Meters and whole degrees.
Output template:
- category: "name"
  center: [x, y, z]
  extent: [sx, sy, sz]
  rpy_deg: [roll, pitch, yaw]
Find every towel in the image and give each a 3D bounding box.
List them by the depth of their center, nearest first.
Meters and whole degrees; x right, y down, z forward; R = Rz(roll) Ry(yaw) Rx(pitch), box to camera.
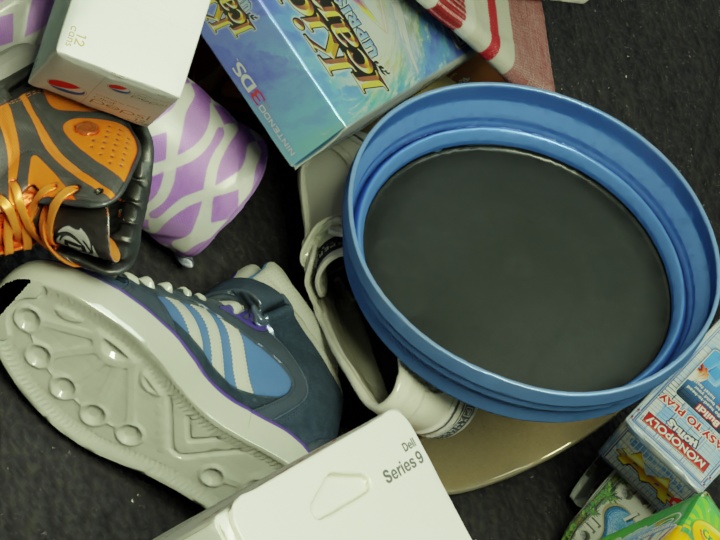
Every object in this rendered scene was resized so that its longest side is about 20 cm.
- category: "towel"
  center: [0.031, -0.186, 1.267]
  extent: [0.200, 0.023, 0.145]
  rpy_deg: [37, 32, -33]

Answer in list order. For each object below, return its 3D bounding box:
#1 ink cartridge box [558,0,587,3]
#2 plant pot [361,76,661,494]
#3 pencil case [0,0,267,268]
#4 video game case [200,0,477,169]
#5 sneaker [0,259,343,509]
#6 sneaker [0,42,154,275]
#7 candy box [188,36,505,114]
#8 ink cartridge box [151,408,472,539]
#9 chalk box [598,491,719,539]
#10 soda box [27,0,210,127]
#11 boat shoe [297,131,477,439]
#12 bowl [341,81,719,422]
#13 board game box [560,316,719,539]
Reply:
- category: "ink cartridge box"
  center: [0.101, -0.247, 1.263]
  extent: [0.200, 0.144, 0.148]
  rpy_deg: [-7, 66, -61]
- category: "plant pot"
  center: [0.062, -0.008, 1.334]
  extent: [0.187, 0.187, 0.201]
  rpy_deg: [-1, 53, -48]
- category: "pencil case"
  center: [-0.138, -0.091, 1.228]
  extent: [0.200, 0.084, 0.086]
  rpy_deg: [39, 17, -24]
- category: "video game case"
  center: [-0.035, -0.171, 1.231]
  extent: [0.201, 0.045, 0.181]
  rpy_deg: [56, 34, -1]
- category: "sneaker"
  center: [-0.094, 0.033, 1.204]
  extent: [0.200, 0.081, 0.147]
  rpy_deg: [37, 31, -17]
- category: "sneaker"
  center: [-0.171, -0.025, 1.086]
  extent: [0.112, 0.078, 0.200]
  rpy_deg: [29, 56, 21]
- category: "candy box"
  center: [-0.003, -0.135, 1.382]
  extent: [0.199, 0.116, 0.057]
  rpy_deg: [7, 59, -45]
- category: "ink cartridge box"
  center: [-0.067, 0.153, 1.035]
  extent: [0.146, 0.200, 0.084]
  rpy_deg: [-27, 86, -52]
- category: "chalk box"
  center: [0.143, 0.204, 1.163]
  extent: [0.125, 0.124, 0.200]
  rpy_deg: [53, 37, -8]
- category: "soda box"
  center: [-0.092, -0.175, 1.105]
  extent: [0.063, 0.068, 0.201]
  rpy_deg: [19, 76, -15]
- category: "boat shoe"
  center: [0.000, 0.000, 1.234]
  extent: [0.066, 0.072, 0.201]
  rpy_deg: [19, 43, -44]
- category: "bowl"
  center: [0.085, -0.009, 1.201]
  extent: [0.199, 0.039, 0.202]
  rpy_deg: [9, 51, -11]
- category: "board game box"
  center: [0.187, 0.098, 1.373]
  extent: [0.062, 0.200, 0.200]
  rpy_deg: [43, 36, 9]
